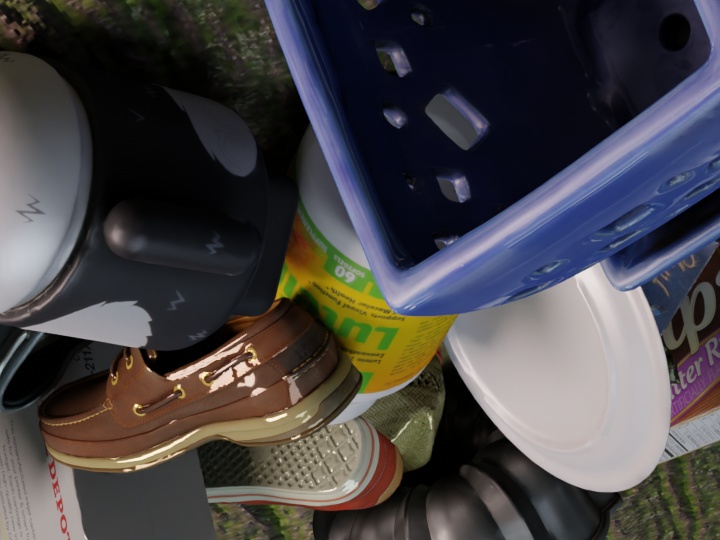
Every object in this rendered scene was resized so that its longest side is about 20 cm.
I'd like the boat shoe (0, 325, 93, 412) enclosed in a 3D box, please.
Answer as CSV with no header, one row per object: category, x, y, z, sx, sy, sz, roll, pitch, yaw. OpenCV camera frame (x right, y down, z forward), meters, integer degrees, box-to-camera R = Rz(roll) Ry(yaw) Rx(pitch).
boat shoe,-0.125,0.011,1.235,0.200,0.062,0.073,-29,151,25

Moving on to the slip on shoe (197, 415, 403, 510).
slip on shoe,-0.059,0.105,1.371,0.199,0.074,0.061,4,163,39

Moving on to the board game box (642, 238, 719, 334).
board game box,0.175,-0.019,1.281,0.035,0.136,0.200,31,148,6

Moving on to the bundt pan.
bundt pan,0.057,0.135,1.468,0.201,0.202,0.076,-21,115,10

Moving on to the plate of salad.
plate of salad,0.099,0.022,1.249,0.048,0.200,0.200,-27,161,-29

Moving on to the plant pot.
plant pot,0.101,-0.106,0.994,0.179,0.201,0.200,3,149,-47

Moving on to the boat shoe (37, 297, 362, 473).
boat shoe,-0.091,0.053,1.212,0.200,0.072,0.068,-13,117,38

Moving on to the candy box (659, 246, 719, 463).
candy box,0.228,0.027,1.404,0.199,0.117,0.056,-22,153,15

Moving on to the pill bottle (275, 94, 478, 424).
pill bottle,0.000,0.000,1.228,0.111,0.111,0.200,-6,152,-20

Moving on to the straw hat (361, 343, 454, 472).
straw hat,0.009,0.078,1.416,0.200,0.085,0.201,-12,154,-6

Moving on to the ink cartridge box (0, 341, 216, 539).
ink cartridge box,-0.168,0.142,1.373,0.083,0.146,0.200,2,149,-30

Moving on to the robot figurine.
robot figurine,-0.123,-0.028,1.089,0.200,0.125,0.150,12,143,-43
